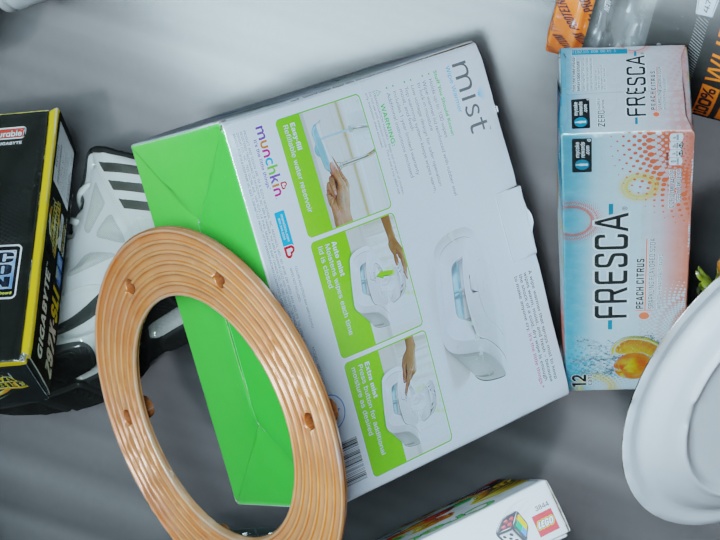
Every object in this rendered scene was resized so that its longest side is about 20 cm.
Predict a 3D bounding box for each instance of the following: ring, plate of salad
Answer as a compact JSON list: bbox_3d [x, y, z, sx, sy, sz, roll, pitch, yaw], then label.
[{"bbox_3d":[-0.070,0.073,1.015,0.200,0.019,0.202,27,128,40],"label":"ring"},{"bbox_3d":[0.217,0.051,1.070,0.199,0.048,0.201,-19,132,-22],"label":"plate of salad"}]

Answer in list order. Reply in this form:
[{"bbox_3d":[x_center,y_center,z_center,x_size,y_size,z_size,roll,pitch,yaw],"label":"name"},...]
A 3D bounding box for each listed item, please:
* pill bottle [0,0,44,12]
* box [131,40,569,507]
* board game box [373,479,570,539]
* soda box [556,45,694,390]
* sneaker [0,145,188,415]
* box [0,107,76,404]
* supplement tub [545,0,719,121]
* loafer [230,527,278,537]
[{"bbox_3d":[-0.269,-0.157,1.092,0.198,0.111,0.112,-17,98,9],"label":"pill bottle"},{"bbox_3d":[0.000,0.000,1.054,0.176,0.096,0.202,-23,100,-36],"label":"box"},{"bbox_3d":[0.007,0.169,1.081,0.199,0.126,0.035,-25,88,-10],"label":"board game box"},{"bbox_3d":[0.137,-0.023,1.044,0.068,0.064,0.201,-1,137,5],"label":"soda box"},{"bbox_3d":[-0.152,0.002,1.139,0.200,0.075,0.116,-27,58,29],"label":"sneaker"},{"bbox_3d":[-0.259,-0.003,1.080,0.198,0.049,0.161,-4,60,9],"label":"box"},{"bbox_3d":[0.203,-0.137,1.041,0.198,0.123,0.124,14,101,4],"label":"supplement tub"},{"bbox_3d":[-0.103,0.202,1.169,0.198,0.063,0.072,-17,70,-4],"label":"loafer"}]
